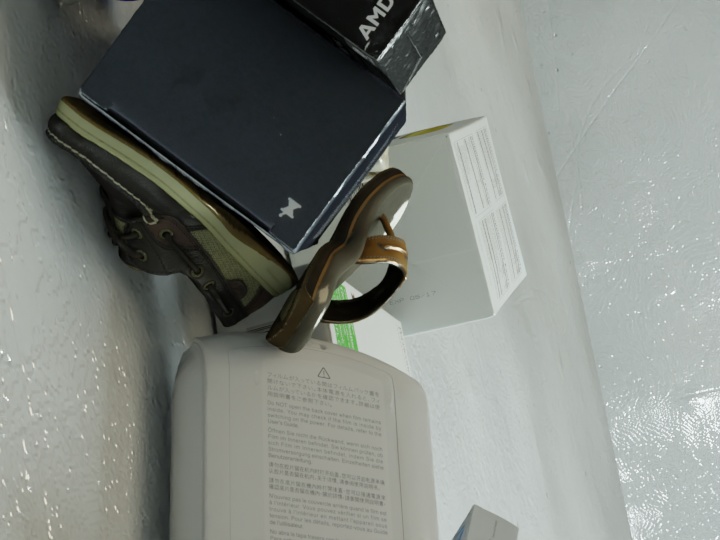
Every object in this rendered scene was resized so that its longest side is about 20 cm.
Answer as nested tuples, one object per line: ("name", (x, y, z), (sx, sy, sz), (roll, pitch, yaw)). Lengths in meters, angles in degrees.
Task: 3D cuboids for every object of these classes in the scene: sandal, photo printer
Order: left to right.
("photo printer", (-0.034, 0.132, 0.966), (0.166, 0.069, 0.200), (12, 55, -24))
("sandal", (0.000, 0.000, 1.015), (0.082, 0.055, 0.200), (-61, 177, 26))

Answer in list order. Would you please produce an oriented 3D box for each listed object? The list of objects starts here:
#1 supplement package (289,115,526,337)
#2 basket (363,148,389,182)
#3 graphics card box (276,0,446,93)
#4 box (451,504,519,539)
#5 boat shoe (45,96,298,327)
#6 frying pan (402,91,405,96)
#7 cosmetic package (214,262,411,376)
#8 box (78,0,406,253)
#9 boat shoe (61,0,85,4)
("supplement package", (0.038, -0.034, 1.356), (0.200, 0.151, 0.151), (-35, 111, -74))
("basket", (-0.057, -0.158, 1.150), (0.123, 0.135, 0.200), (59, 24, -60))
("graphics card box", (-0.049, -0.179, 0.887), (0.200, 0.051, 0.125), (38, 2, 8))
("box", (0.036, 0.274, 1.075), (0.200, 0.041, 0.156), (-60, -179, 23))
("boat shoe", (-0.114, -0.026, 0.946), (0.200, 0.065, 0.073), (40, 2, -40))
("frying pan", (0.013, -0.175, 1.086), (0.190, 0.031, 0.115), (-82, 161, -69))
("cosmetic package", (-0.027, 0.074, 1.162), (0.200, 0.085, 0.108), (33, 43, -68))
("box", (-0.059, -0.094, 0.942), (0.148, 0.104, 0.200), (37, 2, -1))
("boat shoe", (-0.172, -0.251, 0.908), (0.070, 0.071, 0.201), (-68, 143, -66))
